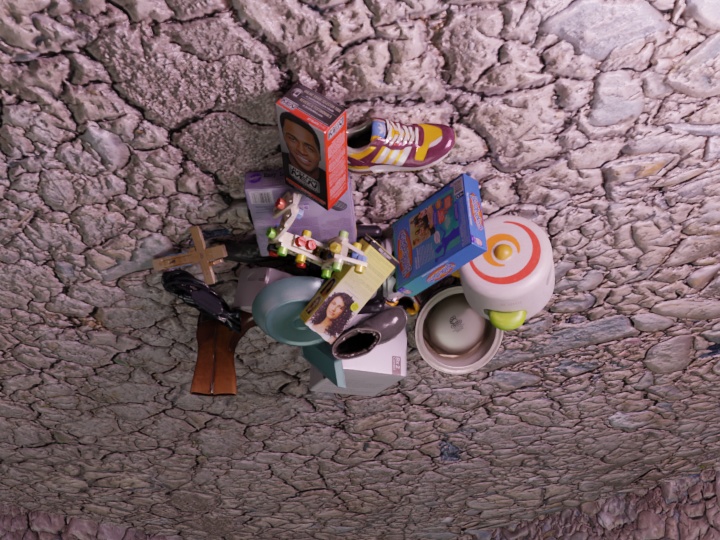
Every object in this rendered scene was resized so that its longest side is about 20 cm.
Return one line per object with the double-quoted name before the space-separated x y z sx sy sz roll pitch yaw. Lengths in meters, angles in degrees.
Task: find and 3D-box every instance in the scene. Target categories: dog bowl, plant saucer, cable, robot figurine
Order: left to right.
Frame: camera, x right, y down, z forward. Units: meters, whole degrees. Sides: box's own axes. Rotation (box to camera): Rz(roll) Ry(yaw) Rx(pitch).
"cable" -0.329 0.060 1.767 0.198 0.051 0.163 29 167 8
"plant saucer" -0.113 0.091 1.640 0.197 0.036 0.201 -2 138 -2
"plant saucer" -0.084 0.185 1.775 0.019 0.200 0.071 -16 111 -22
"robot figurine" 0.000 -0.001 1.662 0.197 0.126 0.151 -2 148 1
"dog bowl" 0.209 0.120 1.834 0.197 0.074 0.203 -1 104 -6

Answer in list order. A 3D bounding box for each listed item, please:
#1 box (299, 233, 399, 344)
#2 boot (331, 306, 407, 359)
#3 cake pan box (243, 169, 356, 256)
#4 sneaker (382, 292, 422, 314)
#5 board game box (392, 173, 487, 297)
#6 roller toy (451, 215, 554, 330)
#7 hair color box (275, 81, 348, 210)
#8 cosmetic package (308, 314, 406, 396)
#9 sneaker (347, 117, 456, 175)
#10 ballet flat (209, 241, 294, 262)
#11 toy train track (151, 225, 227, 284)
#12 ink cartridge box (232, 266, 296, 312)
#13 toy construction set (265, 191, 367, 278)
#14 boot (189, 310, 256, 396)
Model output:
"box" -0.022 0.035 1.568 0.075 0.050 0.201 38 91 -26
"boot" 0.021 0.121 1.656 0.180 0.073 0.200 -30 173 -7
"cake pan box" -0.109 -0.106 1.541 0.197 0.053 0.185 -5 139 4
"sneaker" 0.046 0.042 1.775 0.197 0.083 0.078 11 146 -19
"board game box" 0.141 -0.062 1.548 0.045 0.154 0.199 21 142 -34
"roller toy" 0.278 -0.007 1.619 0.182 0.200 0.140 -38 148 -8
"hair color box" -0.076 -0.197 1.362 0.101 0.061 0.201 32 153 19
"cosmetic package" -0.008 0.173 1.874 0.163 0.167 0.200 8 156 -19
"sneaker" 0.056 -0.211 1.378 0.197 0.076 0.090 -11 153 12
"ballet flat" -0.204 -0.046 1.666 0.197 0.058 0.066 -1 171 9
"toy train track" -0.333 -0.027 1.665 0.198 0.116 0.032 -9 -170 34
"ink cartridge box" -0.144 0.062 1.750 0.198 0.085 0.144 19 168 -30
"toy construction set" -0.090 -0.052 1.494 0.200 0.093 0.130 39 153 -28
"boot" -0.279 0.176 1.856 0.185 0.202 0.069 -2 149 1
